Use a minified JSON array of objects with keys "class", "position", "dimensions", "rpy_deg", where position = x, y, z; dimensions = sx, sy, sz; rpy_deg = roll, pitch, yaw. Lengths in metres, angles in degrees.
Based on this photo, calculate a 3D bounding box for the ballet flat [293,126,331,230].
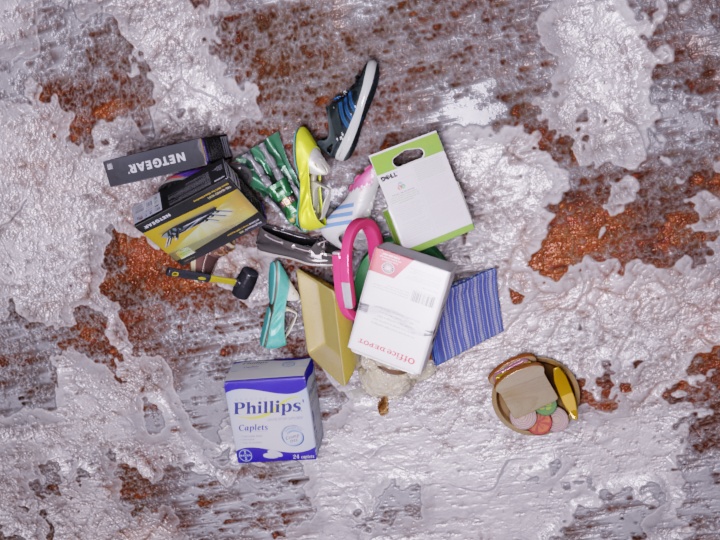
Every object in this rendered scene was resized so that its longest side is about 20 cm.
[{"class":"ballet flat","position":[-0.089,-0.175,1.372],"dimensions":[0.067,0.067,0.202],"rpy_deg":[8,109,24]}]

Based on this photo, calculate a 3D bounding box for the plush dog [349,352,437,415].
[{"class":"plush dog","position":[0.062,0.179,1.425],"dimensions":[0.198,0.161,0.173],"rpy_deg":[12,130,4]}]

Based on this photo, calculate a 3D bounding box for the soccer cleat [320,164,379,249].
[{"class":"soccer cleat","position":[0.001,-0.126,1.399],"dimensions":[0.086,0.070,0.200],"rpy_deg":[46,116,9]}]

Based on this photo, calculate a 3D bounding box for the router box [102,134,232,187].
[{"class":"router box","position":[-0.368,-0.215,1.371],"dimensions":[0.198,0.157,0.053],"rpy_deg":[-11,102,10]}]

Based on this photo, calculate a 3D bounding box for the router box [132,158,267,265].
[{"class":"router box","position":[-0.299,-0.105,1.336],"dimensions":[0.199,0.052,0.157],"rpy_deg":[-26,146,9]}]

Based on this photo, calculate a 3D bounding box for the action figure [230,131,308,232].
[{"class":"action figure","position":[-0.159,-0.161,1.422],"dimensions":[0.118,0.055,0.201],"rpy_deg":[-31,106,12]}]

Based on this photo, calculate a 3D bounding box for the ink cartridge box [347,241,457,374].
[{"class":"ink cartridge box","position":[0.077,0.067,1.297],"dimensions":[0.146,0.083,0.201],"rpy_deg":[19,105,13]}]

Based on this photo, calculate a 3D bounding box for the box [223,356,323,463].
[{"class":"box","position":[-0.186,0.304,1.543],"dimensions":[0.182,0.105,0.202],"rpy_deg":[-5,106,8]}]

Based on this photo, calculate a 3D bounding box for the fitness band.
[{"class":"fitness band","position":[0.000,0.000,1.355],"dimensions":[0.037,0.143,0.202],"rpy_deg":[6,109,29]}]

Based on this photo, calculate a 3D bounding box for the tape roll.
[{"class":"tape roll","position":[0.088,0.029,1.451],"dimensions":[0.199,0.048,0.202],"rpy_deg":[2,108,7]}]

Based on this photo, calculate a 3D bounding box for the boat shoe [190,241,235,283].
[{"class":"boat shoe","position":[-0.292,-0.059,1.455],"dimensions":[0.072,0.072,0.201],"rpy_deg":[22,103,12]}]

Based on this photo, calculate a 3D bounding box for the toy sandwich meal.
[{"class":"toy sandwich meal","position":[0.365,0.267,1.480],"dimensions":[0.203,0.070,0.207],"rpy_deg":[2,108,6]}]

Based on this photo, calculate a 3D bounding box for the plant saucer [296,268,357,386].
[{"class":"plant saucer","position":[-0.063,0.107,1.440],"dimensions":[0.048,0.200,0.202],"rpy_deg":[-13,109,-22]}]

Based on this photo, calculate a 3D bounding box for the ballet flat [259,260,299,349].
[{"class":"ballet flat","position":[-0.166,0.072,1.496],"dimensions":[0.070,0.067,0.201],"rpy_deg":[3,110,-20]}]

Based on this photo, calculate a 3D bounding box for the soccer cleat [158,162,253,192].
[{"class":"soccer cleat","position":[-0.304,-0.183,1.408],"dimensions":[0.199,0.073,0.069],"rpy_deg":[-12,122,15]}]

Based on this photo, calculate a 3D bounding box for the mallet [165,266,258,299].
[{"class":"mallet","position":[-0.297,0.008,1.442],"dimensions":[0.199,0.041,0.066],"rpy_deg":[20,110,-43]}]

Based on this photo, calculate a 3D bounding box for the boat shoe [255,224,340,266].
[{"class":"boat shoe","position":[-0.118,-0.052,1.441],"dimensions":[0.198,0.067,0.057],"rpy_deg":[9,115,8]}]

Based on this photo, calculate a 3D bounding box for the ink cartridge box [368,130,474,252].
[{"class":"ink cartridge box","position":[0.112,-0.145,1.359],"dimensions":[0.147,0.076,0.201],"rpy_deg":[-21,92,-7]}]

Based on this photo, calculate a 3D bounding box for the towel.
[{"class":"towel","position":[0.208,0.089,1.400],"dimensions":[0.199,0.024,0.146],"rpy_deg":[-21,108,-33]}]

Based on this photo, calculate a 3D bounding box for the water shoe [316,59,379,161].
[{"class":"water shoe","position":[-0.027,-0.309,1.346],"dimensions":[0.078,0.072,0.201],"rpy_deg":[23,109,5]}]
